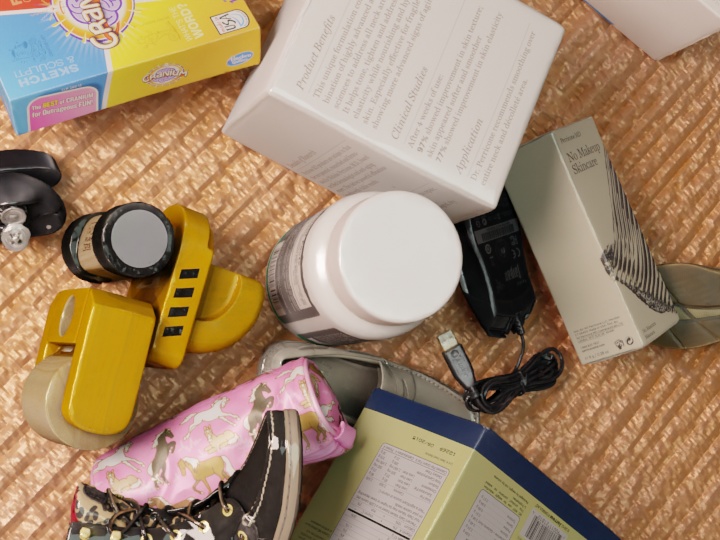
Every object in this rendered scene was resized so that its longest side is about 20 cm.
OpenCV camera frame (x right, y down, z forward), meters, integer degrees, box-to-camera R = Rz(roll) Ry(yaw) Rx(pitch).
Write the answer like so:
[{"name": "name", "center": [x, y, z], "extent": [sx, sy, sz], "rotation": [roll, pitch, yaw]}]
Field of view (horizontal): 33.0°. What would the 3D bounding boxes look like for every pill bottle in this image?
[{"name": "pill bottle", "center": [0.000, 0.000, 0.948], "extent": [0.113, 0.200, 0.114], "rotation": [2, 84, -17]}]

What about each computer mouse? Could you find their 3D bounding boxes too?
[{"name": "computer mouse", "center": [0.097, 0.025, 1.043], "extent": [0.140, 0.046, 0.201], "rotation": [-26, 99, -45]}]

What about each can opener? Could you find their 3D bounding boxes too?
[{"name": "can opener", "center": [-0.326, -0.038, 0.933], "extent": [0.199, 0.079, 0.064], "rotation": [-14, 128, -15]}]

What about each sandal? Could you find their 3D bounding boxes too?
[{"name": "sandal", "center": [0.332, 0.024, 1.122], "extent": [0.199, 0.054, 0.081], "rotation": [-10, 92, 0]}]

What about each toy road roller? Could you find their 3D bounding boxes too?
[{"name": "toy road roller", "center": [-0.162, 0.047, 0.939], "extent": [0.146, 0.123, 0.201], "rotation": [20, 78, -26]}]

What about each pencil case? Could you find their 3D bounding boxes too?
[{"name": "pencil case", "center": [-0.104, 0.140, 0.932], "extent": [0.199, 0.083, 0.087], "rotation": [-28, 92, 4]}]

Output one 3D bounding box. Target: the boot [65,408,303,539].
[{"name": "boot", "center": [-0.129, 0.177, 0.862], "extent": [0.150, 0.073, 0.201], "rotation": [14, 114, -12]}]

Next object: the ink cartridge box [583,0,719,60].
[{"name": "ink cartridge box", "center": [0.302, -0.321, 1.112], "extent": [0.128, 0.125, 0.200], "rotation": [35, 76, -11]}]

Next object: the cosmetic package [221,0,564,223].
[{"name": "cosmetic package", "center": [0.023, -0.153, 0.989], "extent": [0.199, 0.166, 0.168], "rotation": [27, 77, -14]}]

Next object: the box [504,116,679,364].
[{"name": "box", "center": [0.199, -0.027, 1.066], "extent": [0.082, 0.068, 0.201], "rotation": [-26, 92, -49]}]

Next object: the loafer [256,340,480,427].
[{"name": "loafer", "center": [0.011, 0.106, 1.010], "extent": [0.199, 0.070, 0.070], "rotation": [15, 81, -15]}]

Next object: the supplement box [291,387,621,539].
[{"name": "supplement box", "center": [0.062, 0.236, 0.946], "extent": [0.200, 0.134, 0.200], "rotation": [41, 73, -34]}]

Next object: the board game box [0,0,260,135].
[{"name": "board game box", "center": [-0.198, -0.199, 0.953], "extent": [0.199, 0.040, 0.153], "rotation": [-21, 60, -18]}]
